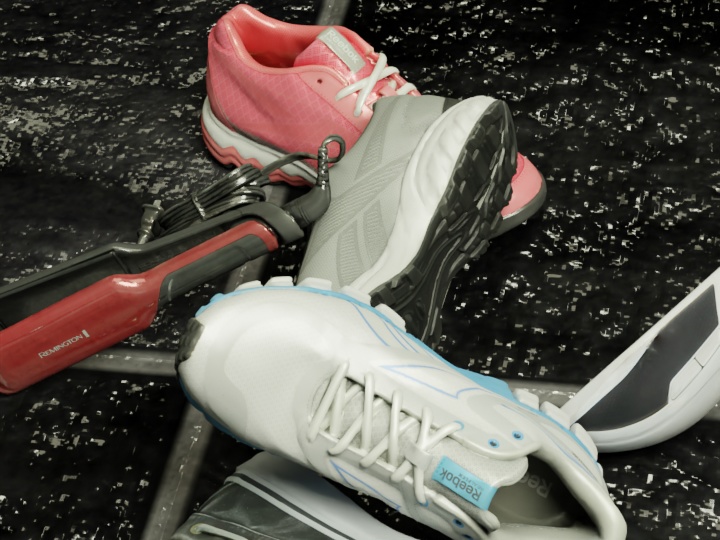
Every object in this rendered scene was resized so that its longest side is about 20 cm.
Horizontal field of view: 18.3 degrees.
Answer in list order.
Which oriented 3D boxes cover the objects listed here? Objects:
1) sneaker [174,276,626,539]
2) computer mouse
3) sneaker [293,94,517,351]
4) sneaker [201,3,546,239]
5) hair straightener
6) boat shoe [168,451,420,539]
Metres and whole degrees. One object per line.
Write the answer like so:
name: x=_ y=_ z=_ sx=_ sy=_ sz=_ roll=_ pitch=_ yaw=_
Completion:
sneaker: x=0.023 y=0.064 z=0.875 sx=0.199 sy=0.075 sz=0.087 roll=22 pitch=8 yaw=-19
computer mouse: x=0.162 y=0.020 z=0.956 sx=0.200 sy=0.110 sz=0.044 roll=-43 pitch=84 yaw=11
sneaker: x=0.000 y=0.000 z=1.015 sx=0.079 sy=0.074 sz=0.201 roll=14 pitch=58 yaw=29
sneaker: x=-0.001 y=-0.074 z=1.103 sx=0.199 sy=0.087 sz=0.074 roll=21 pitch=47 yaw=27
hair straightener: x=-0.093 y=-0.017 z=1.027 sx=0.199 sy=0.041 sz=0.077 roll=-30 pitch=37 yaw=15
boat shoe: x=0.001 y=0.142 z=0.877 sx=0.071 sy=0.072 sz=0.200 roll=-39 pitch=40 yaw=-23
